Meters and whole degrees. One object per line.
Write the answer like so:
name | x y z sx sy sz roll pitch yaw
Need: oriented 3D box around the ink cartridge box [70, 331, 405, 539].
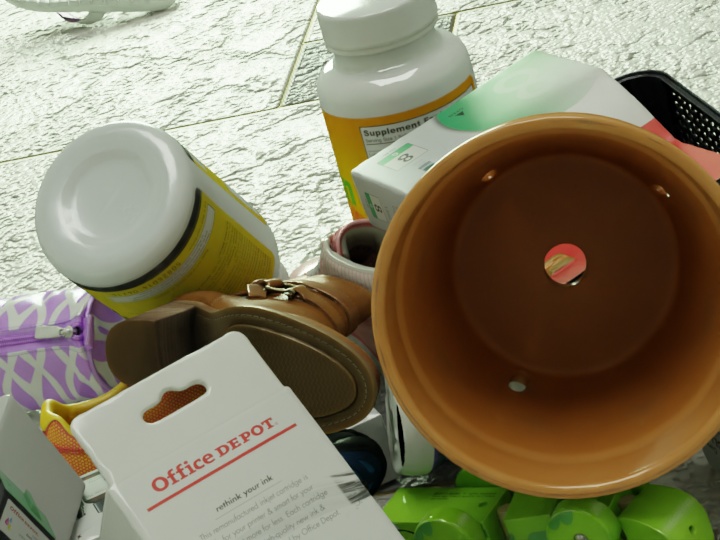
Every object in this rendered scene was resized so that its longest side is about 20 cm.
ink cartridge box | -0.054 0.143 1.130 0.116 0.067 0.200 -28 68 -24

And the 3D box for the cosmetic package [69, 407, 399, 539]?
cosmetic package | -0.085 0.129 1.321 0.200 0.051 0.083 -23 27 -13

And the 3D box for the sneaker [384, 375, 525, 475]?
sneaker | 0.086 0.060 1.294 0.146 0.081 0.200 -5 14 0

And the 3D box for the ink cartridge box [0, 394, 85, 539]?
ink cartridge box | -0.251 0.179 1.223 0.145 0.084 0.200 -25 27 20

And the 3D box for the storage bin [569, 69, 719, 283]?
storage bin | 0.179 -0.043 1.420 0.135 0.094 0.200 -21 27 -8

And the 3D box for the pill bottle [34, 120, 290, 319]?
pill bottle | -0.121 -0.012 1.436 0.112 0.200 0.112 -9 66 20

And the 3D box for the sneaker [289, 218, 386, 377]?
sneaker | 0.000 0.000 1.469 0.075 0.105 0.200 -27 26 -17

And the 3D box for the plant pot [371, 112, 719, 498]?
plant pot | 0.111 0.009 1.175 0.200 0.200 0.140 -12 8 8

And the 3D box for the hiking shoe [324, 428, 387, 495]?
hiking shoe | -0.039 0.168 1.209 0.087 0.074 0.200 21 50 33

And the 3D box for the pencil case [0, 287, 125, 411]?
pencil case | -0.250 0.058 1.515 0.200 0.084 0.085 -10 -4 22

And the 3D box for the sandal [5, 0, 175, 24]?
sandal | -0.286 -0.284 2.274 0.202 0.050 0.083 7 47 16

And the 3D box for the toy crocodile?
toy crocodile | 0.095 0.141 1.192 0.200 0.062 0.068 -6 26 29

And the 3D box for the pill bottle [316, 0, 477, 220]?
pill bottle | 0.033 -0.104 1.544 0.111 0.200 0.111 -13 26 6

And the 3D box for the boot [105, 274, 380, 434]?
boot | -0.036 0.045 1.323 0.200 0.077 0.155 0 10 38

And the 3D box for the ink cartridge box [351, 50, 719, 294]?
ink cartridge box | 0.110 -0.065 1.348 0.161 0.050 0.200 -34 27 -20

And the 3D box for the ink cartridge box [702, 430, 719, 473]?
ink cartridge box | 0.299 0.060 1.194 0.200 0.084 0.145 -23 26 -12

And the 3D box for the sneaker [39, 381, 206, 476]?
sneaker | -0.106 0.085 1.390 0.200 0.077 0.073 -19 24 -14
